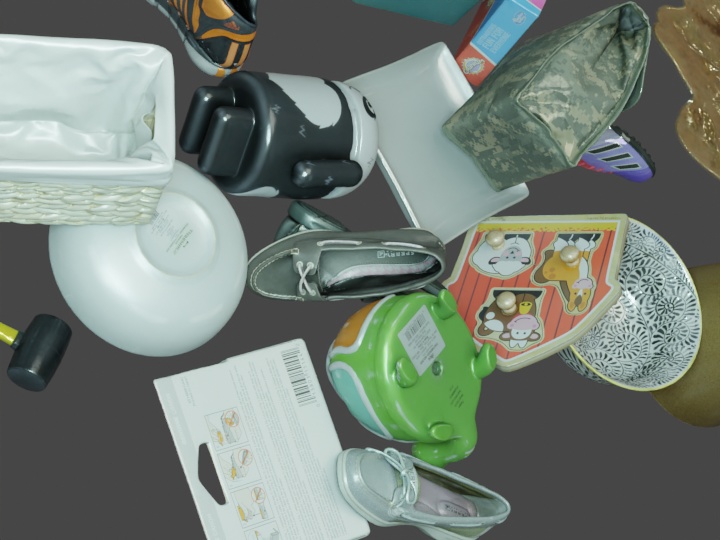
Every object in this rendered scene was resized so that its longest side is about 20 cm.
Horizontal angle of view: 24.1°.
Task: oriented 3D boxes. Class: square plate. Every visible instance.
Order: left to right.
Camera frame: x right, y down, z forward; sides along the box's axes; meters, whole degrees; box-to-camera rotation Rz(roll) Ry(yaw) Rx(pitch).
[{"bbox_3d":[0.076,-0.134,1.808,0.200,0.028,0.198,-29,89,-48],"label":"square plate"}]

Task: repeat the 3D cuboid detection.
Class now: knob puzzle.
[{"bbox_3d":[0.171,0.015,1.734,0.220,0.220,0.030,-65,145,-32],"label":"knob puzzle"}]

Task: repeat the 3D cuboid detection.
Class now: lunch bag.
[{"bbox_3d":[0.210,-0.192,1.786,0.118,0.164,0.200,47,66,-14],"label":"lunch bag"}]

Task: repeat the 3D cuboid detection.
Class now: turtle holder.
[{"bbox_3d":[0.051,0.104,1.650,0.185,0.132,0.141,34,62,-40],"label":"turtle holder"}]

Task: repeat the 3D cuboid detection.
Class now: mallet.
[{"bbox_3d":[-0.351,0.042,1.472,0.200,0.041,0.066,25,57,-19],"label":"mallet"}]

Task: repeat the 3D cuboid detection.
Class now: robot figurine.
[{"bbox_3d":[-0.075,-0.134,1.659,0.200,0.125,0.150,2,70,-37],"label":"robot figurine"}]

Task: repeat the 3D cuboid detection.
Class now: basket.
[{"bbox_3d":[-0.269,-0.118,1.492,0.200,0.123,0.136,1,64,-11],"label":"basket"}]

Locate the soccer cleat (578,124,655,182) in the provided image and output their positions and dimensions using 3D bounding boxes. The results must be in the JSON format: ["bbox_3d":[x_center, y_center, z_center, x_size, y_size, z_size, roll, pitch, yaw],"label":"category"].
[{"bbox_3d":[0.250,-0.146,1.929,0.200,0.068,0.073,33,77,-21],"label":"soccer cleat"}]

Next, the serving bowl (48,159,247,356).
[{"bbox_3d":[-0.188,-0.024,1.584,0.200,0.066,0.200,12,66,-29],"label":"serving bowl"}]

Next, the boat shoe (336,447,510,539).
[{"bbox_3d":[0.059,0.214,1.634,0.202,0.065,0.074,29,44,-36],"label":"boat shoe"}]

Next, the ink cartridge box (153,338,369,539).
[{"bbox_3d":[-0.099,0.179,1.579,0.176,0.045,0.200,-13,80,-38],"label":"ink cartridge box"}]

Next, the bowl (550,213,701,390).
[{"bbox_3d":[0.264,0.047,1.835,0.201,0.094,0.201,11,66,-25],"label":"bowl"}]

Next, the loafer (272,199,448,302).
[{"bbox_3d":[0.000,0.000,1.711,0.200,0.072,0.063,30,98,-19],"label":"loafer"}]

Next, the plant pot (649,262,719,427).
[{"bbox_3d":[0.436,0.064,1.882,0.186,0.200,0.187,11,68,-30],"label":"plant pot"}]

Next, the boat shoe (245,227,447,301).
[{"bbox_3d":[-0.013,-0.004,1.641,0.200,0.057,0.067,-8,111,-5],"label":"boat shoe"}]

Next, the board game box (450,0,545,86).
[{"bbox_3d":[0.180,-0.321,1.883,0.040,0.153,0.200,31,57,-7],"label":"board game box"}]

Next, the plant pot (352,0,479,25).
[{"bbox_3d":[0.097,-0.381,1.822,0.141,0.200,0.141,8,68,-32],"label":"plant pot"}]

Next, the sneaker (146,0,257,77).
[{"bbox_3d":[-0.161,-0.296,1.657,0.078,0.112,0.200,-30,74,-38],"label":"sneaker"}]
